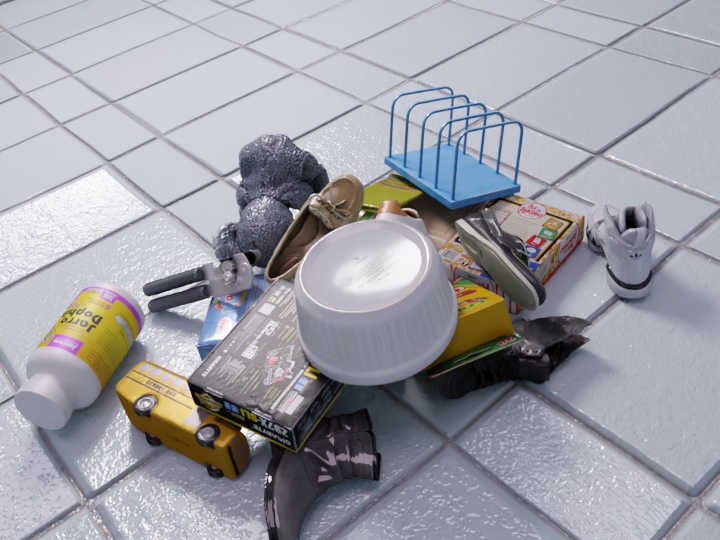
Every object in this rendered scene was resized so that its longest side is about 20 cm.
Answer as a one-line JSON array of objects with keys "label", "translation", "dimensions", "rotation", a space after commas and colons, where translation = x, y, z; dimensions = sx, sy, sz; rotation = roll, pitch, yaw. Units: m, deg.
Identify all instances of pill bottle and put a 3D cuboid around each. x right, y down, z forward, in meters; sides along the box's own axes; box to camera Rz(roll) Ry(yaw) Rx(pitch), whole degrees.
[{"label": "pill bottle", "translation": [-0.383, 0.115, 1.066], "dimensions": [0.103, 0.105, 0.201], "rotation": [4, 40, 16]}]

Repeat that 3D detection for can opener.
[{"label": "can opener", "translation": [-0.234, 0.020, 1.159], "dimensions": [0.198, 0.053, 0.066], "rotation": [-16, 2, 23]}]

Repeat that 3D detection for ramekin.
[{"label": "ramekin", "translation": [0.013, 0.026, 0.912], "dimensions": [0.199, 0.095, 0.204], "rotation": [-8, 41, 7]}]

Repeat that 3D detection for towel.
[{"label": "towel", "translation": [0.046, -0.123, 1.229], "dimensions": [0.085, 0.018, 0.200], "rotation": [10, 21, 23]}]

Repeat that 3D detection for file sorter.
[{"label": "file sorter", "translation": [0.148, -0.204, 1.254], "dimensions": [0.137, 0.124, 0.200], "rotation": [-16, 35, -26]}]

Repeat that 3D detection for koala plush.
[{"label": "koala plush", "translation": [-0.142, -0.089, 1.232], "dimensions": [0.175, 0.185, 0.202], "rotation": [5, 54, 13]}]

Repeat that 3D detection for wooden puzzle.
[{"label": "wooden puzzle", "translation": [0.109, -0.112, 1.306], "dimensions": [0.183, 0.038, 0.200], "rotation": [19, 51, 31]}]

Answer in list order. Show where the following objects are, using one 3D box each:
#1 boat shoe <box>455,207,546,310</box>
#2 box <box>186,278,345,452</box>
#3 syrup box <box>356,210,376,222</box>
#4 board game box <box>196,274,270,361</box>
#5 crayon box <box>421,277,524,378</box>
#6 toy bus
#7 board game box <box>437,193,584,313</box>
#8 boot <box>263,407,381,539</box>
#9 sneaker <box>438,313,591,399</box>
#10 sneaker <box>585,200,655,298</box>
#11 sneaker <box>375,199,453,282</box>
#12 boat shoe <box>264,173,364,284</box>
[{"label": "boat shoe", "translation": [0.201, -0.023, 1.068], "dimensions": [0.067, 0.072, 0.201], "rotation": [-23, 40, -8]}, {"label": "box", "translation": [-0.090, 0.107, 0.956], "dimensions": [0.158, 0.050, 0.200], "rotation": [18, 48, 25]}, {"label": "syrup box", "translation": [0.000, 0.000, 1.111], "dimensions": [0.078, 0.082, 0.200], "rotation": [25, 37, 9]}, {"label": "board game box", "translation": [-0.124, 0.062, 1.133], "dimensions": [0.197, 0.037, 0.152], "rotation": [-3, 39, 6]}, {"label": "crayon box", "translation": [0.111, 0.068, 0.991], "dimensions": [0.125, 0.051, 0.200], "rotation": [-22, 12, -8]}, {"label": "toy bus", "translation": [-0.219, 0.185, 0.979], "dimensions": [0.198, 0.066, 0.078], "rotation": [17, 43, 29]}, {"label": "board game box", "translation": [0.223, -0.035, 1.173], "dimensions": [0.150, 0.047, 0.200], "rotation": [23, 50, 34]}, {"label": "boot", "translation": [-0.039, 0.235, 0.883], "dimensions": [0.130, 0.070, 0.202], "rotation": [-2, 43, 0]}, {"label": "sneaker", "translation": [0.196, 0.112, 0.988], "dimensions": [0.199, 0.061, 0.104], "rotation": [-34, 40, -32]}, {"label": "sneaker", "translation": [0.376, -0.064, 1.123], "dimensions": [0.074, 0.116, 0.201], "rotation": [-5, 39, 4]}, {"label": "sneaker", "translation": [0.080, -0.035, 1.079], "dimensions": [0.072, 0.200, 0.086], "rotation": [-6, 65, 26]}, {"label": "boat shoe", "translation": [-0.064, -0.055, 1.118], "dimensions": [0.073, 0.063, 0.201], "rotation": [34, 86, 10]}]
